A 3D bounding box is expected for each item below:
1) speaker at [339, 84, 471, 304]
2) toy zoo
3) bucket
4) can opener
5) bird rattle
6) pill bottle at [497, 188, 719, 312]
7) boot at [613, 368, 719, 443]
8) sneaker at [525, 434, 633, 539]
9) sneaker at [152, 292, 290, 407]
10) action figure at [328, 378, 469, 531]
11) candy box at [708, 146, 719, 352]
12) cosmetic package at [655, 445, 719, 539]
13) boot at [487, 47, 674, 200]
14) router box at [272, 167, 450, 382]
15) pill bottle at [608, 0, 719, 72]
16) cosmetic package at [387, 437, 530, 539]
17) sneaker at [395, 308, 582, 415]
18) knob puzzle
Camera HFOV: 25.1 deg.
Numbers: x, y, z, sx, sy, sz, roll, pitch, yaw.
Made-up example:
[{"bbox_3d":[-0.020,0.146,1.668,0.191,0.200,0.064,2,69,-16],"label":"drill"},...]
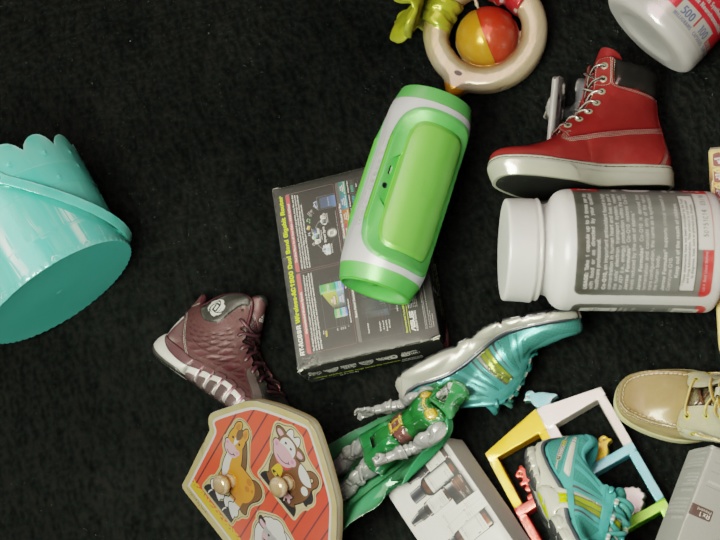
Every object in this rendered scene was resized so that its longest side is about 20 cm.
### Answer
[{"bbox_3d":[0.044,-0.073,1.561,0.088,0.088,0.201,14,77,19],"label":"speaker"},{"bbox_3d":[0.206,0.202,1.534,0.131,0.020,0.201,-31,68,6],"label":"toy zoo"},{"bbox_3d":[-0.343,-0.030,1.669,0.207,0.207,0.135,-37,77,3],"label":"bucket"},{"bbox_3d":[0.205,-0.098,1.606,0.066,0.053,0.201,1,76,17],"label":"can opener"},{"bbox_3d":[0.130,-0.264,1.674,0.199,0.113,0.164,-17,81,-3],"label":"bird rattle"},{"bbox_3d":[0.232,-0.019,1.511,0.198,0.114,0.115,1,74,-1],"label":"pill bottle"},{"bbox_3d":[0.322,0.112,1.453,0.199,0.155,0.073,9,75,16],"label":"boot"},{"bbox_3d":[0.208,0.226,1.448,0.079,0.078,0.201,-18,48,0],"label":"sneaker"},{"bbox_3d":[-0.109,0.086,1.633,0.199,0.076,0.116,32,82,23],"label":"sneaker"},{"bbox_3d":[0.024,0.165,1.539,0.200,0.055,0.119,-38,42,18],"label":"action figure"},{"bbox_3d":[0.392,-0.018,1.526,0.115,0.055,0.201,-4,72,17],"label":"candy box"},{"bbox_3d":[0.313,0.268,1.437,0.106,0.090,0.201,21,78,0],"label":"cosmetic package"},{"bbox_3d":[0.206,-0.145,1.564,0.199,0.072,0.145,-2,79,-25],"label":"boot"},{"bbox_3d":[0.000,0.000,1.630,0.149,0.062,0.201,-12,71,11],"label":"router box"},{"bbox_3d":[0.348,-0.303,1.592,0.112,0.112,0.200,42,89,22],"label":"pill bottle"},{"bbox_3d":[0.111,0.261,1.518,0.083,0.051,0.200,-43,65,17],"label":"cosmetic package"},{"bbox_3d":[0.132,0.097,1.567,0.199,0.077,0.080,-30,77,16],"label":"sneaker"},{"bbox_3d":[-0.090,0.212,1.549,0.219,0.030,0.221,14,111,40],"label":"knob puzzle"}]
